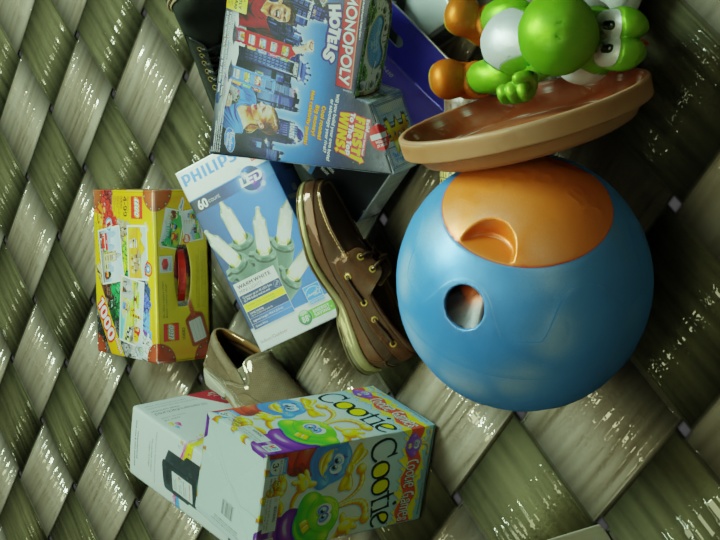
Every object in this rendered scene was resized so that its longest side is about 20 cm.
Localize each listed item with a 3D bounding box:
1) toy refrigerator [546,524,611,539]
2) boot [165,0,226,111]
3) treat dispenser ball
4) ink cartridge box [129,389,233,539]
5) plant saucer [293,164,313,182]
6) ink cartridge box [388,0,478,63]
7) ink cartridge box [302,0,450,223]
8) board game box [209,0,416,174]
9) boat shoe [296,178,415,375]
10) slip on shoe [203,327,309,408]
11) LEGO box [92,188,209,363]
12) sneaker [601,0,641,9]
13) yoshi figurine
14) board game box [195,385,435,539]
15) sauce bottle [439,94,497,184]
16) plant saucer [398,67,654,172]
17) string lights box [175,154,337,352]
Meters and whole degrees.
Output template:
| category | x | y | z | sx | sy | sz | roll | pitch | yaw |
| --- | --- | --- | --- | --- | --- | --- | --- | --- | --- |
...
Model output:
| category | x | y | z | sx | sy | sz | roll | pitch | yaw |
| --- | --- | --- | --- | --- | --- | --- | --- | --- | --- |
| toy refrigerator | 0.129 | 0.271 | 1.040 | 0.076 | 0.199 | 0.070 | 59 | 134 | 26 |
| boot | -0.146 | -0.224 | 1.377 | 0.200 | 0.077 | 0.139 | 54 | -160 | -84 |
| treat dispenser ball | 0.127 | 0.009 | 1.014 | 0.200 | 0.200 | 0.203 | 7 | 99 | 50 |
| ink cartridge box | -0.134 | 0.202 | 1.391 | 0.199 | 0.145 | 0.084 | 22 | 113 | 47 |
| plant saucer | -0.096 | -0.058 | 1.395 | 0.199 | 0.050 | 0.202 | 8 | 101 | 50 |
| ink cartridge box | 0.017 | -0.273 | 1.243 | 0.200 | 0.043 | 0.175 | -29 | 73 | 48 |
| ink cartridge box | -0.018 | -0.176 | 1.229 | 0.198 | 0.043 | 0.200 | 46 | 136 | 10 |
| board game box | -0.031 | -0.172 | 1.167 | 0.199 | 0.062 | 0.201 | 23 | 119 | 24 |
| boat shoe | 0.000 | 0.001 | 1.256 | 0.067 | 0.072 | 0.201 | -17 | 100 | 28 |
| slip on shoe | -0.108 | 0.119 | 1.414 | 0.200 | 0.076 | 0.061 | 29 | 122 | 53 |
| LEGO box | -0.253 | 0.002 | 1.569 | 0.148 | 0.077 | 0.202 | 4 | 97 | 50 |
| sneaker | 0.154 | -0.255 | 1.062 | 0.200 | 0.075 | 0.082 | 33 | 127 | 44 |
| yoshi figurine | 0.127 | -0.181 | 1.008 | 0.199 | 0.112 | 0.113 | 6 | 130 | 53 |
| board game box | -0.041 | 0.186 | 1.236 | 0.105 | 0.199 | 0.104 | 27 | 114 | 46 |
| sauce bottle | 0.100 | -0.056 | 1.147 | 0.064 | 0.064 | 0.202 | 8 | 99 | 50 |
| plant saucer | 0.129 | -0.115 | 1.007 | 0.200 | 0.200 | 0.033 | 1 | 112 | 50 |
| string lights box | -0.093 | -0.032 | 1.316 | 0.102 | 0.059 | 0.201 | -26 | 92 | 21 |
